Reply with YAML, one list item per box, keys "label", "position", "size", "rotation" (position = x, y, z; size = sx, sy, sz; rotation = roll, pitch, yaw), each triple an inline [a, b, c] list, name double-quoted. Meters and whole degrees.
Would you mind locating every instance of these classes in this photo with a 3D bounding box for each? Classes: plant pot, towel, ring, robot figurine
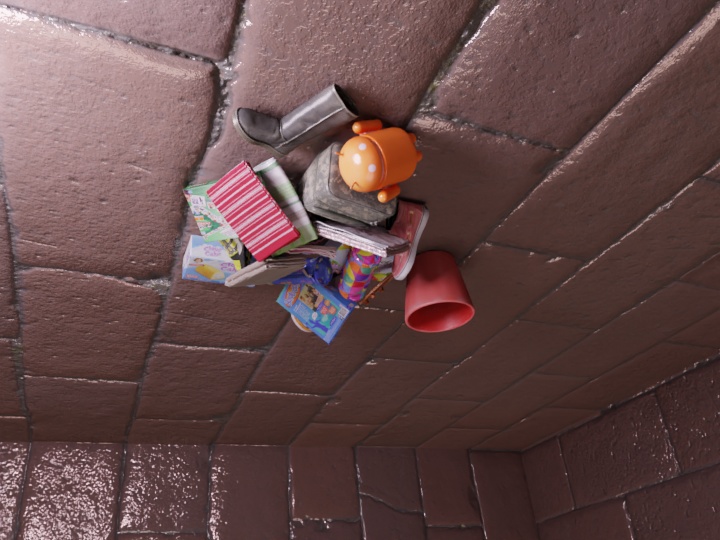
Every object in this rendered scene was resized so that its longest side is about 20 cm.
- label: "plant pot"
  position: [0.214, 0.055, 1.796]
  size: [0.197, 0.179, 0.201]
  rotation: [-5, 149, -3]
- label: "towel"
  position: [0.004, -0.080, 1.475]
  size: [0.198, 0.033, 0.191]
  rotation: [20, -168, 17]
- label: "ring"
  position: [0.076, 0.033, 1.764]
  size: [0.200, 0.019, 0.200]
  rotation: [-41, 175, -5]
- label: "towel"
  position: [-0.233, 0.001, 1.542]
  size: [0.131, 0.035, 0.199]
  rotation: [-4, 168, -44]
- label: "towel"
  position: [-0.168, -0.051, 1.581]
  size: [0.145, 0.030, 0.199]
  rotation: [4, -179, -35]
- label: "robot figurine"
  position: [0.038, -0.227, 1.300]
  size: [0.198, 0.116, 0.146]
  rotation: [-23, 131, -37]
- label: "towel"
  position: [-0.196, -0.136, 1.409]
  size: [0.148, 0.031, 0.202]
  rotation: [-18, 107, 35]
- label: "towel"
  position: [-0.233, -0.124, 1.370]
  size: [0.144, 0.023, 0.201]
  rotation: [-29, 103, 34]

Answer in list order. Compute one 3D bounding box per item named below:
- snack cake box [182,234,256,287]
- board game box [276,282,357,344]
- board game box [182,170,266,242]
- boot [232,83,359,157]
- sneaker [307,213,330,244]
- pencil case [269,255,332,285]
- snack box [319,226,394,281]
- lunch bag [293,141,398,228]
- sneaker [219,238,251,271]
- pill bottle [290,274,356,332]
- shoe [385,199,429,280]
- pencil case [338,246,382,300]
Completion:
- label: "snack cake box"
  position: [-0.361, -0.022, 1.666]
  size: [0.197, 0.068, 0.115]
  rotation: [8, 147, -24]
- label: "board game box"
  position: [-0.126, 0.090, 1.774]
  size: [0.199, 0.045, 0.153]
  rotation: [38, 126, 6]
- label: "board game box"
  position: [-0.290, -0.140, 1.413]
  size: [0.197, 0.029, 0.136]
  rotation: [-6, 117, 24]
- label: "boot"
  position: [-0.125, -0.304, 1.233]
  size: [0.198, 0.074, 0.181]
  rotation: [-17, 162, 30]
- label: "sneaker"
  position: [-0.161, -0.120, 1.545]
  size: [0.197, 0.080, 0.096]
  rotation: [-2, 138, -9]
- label: "pencil case"
  position: [-0.170, 0.002, 1.669]
  size: [0.198, 0.079, 0.087]
  rotation: [0, -165, 32]
- label: "snack box"
  position: [0.012, -0.050, 1.690]
  size: [0.198, 0.069, 0.169]
  rotation: [10, 146, -27]
- label: "lunch bag"
  position: [-0.031, -0.175, 1.415]
  size: [0.198, 0.141, 0.167]
  rotation: [15, 161, -31]
- label: "sneaker"
  position: [-0.316, -0.079, 1.559]
  size: [0.075, 0.076, 0.202]
  rotation: [0, 126, 8]
- label: "pill bottle"
  position: [-0.107, 0.096, 1.866]
  size: [0.116, 0.118, 0.199]
  rotation: [22, 140, -40]
- label: "shoe"
  position: [0.097, -0.078, 1.588]
  size: [0.090, 0.072, 0.203]
  rotation: [13, 106, -23]
- label: "pencil case"
  position: [0.000, 0.000, 1.626]
  size: [0.087, 0.089, 0.201]
  rotation: [3, 149, -15]
